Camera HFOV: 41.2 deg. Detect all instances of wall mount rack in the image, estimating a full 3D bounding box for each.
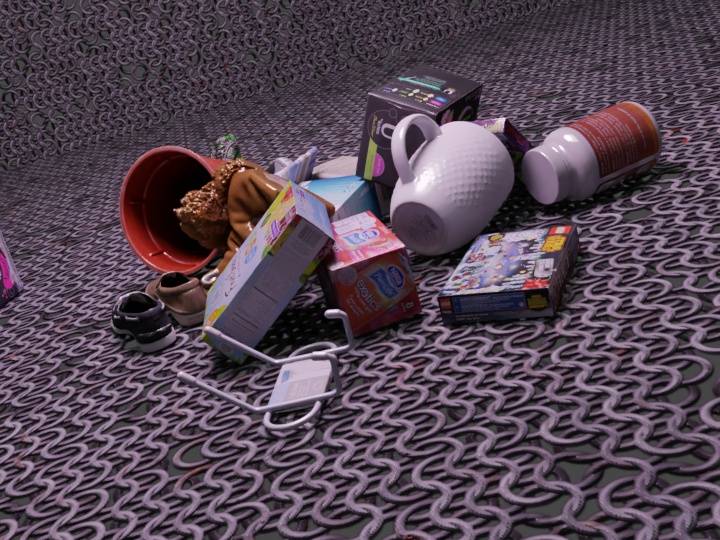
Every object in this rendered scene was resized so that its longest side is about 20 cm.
[{"bbox_3d":[-0.099,0.104,1.065,0.172,0.075,0.200,-12,19,10],"label":"wall mount rack"}]

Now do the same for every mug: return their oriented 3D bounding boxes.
[{"bbox_3d":[0.109,-0.128,1.364,0.147,0.201,0.176,-14,26,42],"label":"mug"}]

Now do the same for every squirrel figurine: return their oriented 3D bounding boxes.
[{"bbox_3d":[-0.171,-0.055,1.394,0.199,0.188,0.141,31,12,27],"label":"squirrel figurine"}]

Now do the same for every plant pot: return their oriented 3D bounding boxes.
[{"bbox_3d":[-0.258,-0.104,1.579,0.199,0.203,0.195,-7,5,23],"label":"plant pot"}]

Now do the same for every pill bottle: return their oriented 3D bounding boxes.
[{"bbox_3d":[0.343,-0.172,1.432,0.199,0.113,0.112,-23,21,-23],"label":"pill bottle"}]

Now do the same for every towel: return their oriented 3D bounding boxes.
[{"bbox_3d":[-0.131,-0.124,1.638,0.024,0.148,0.200,23,28,9],"label":"towel"}]

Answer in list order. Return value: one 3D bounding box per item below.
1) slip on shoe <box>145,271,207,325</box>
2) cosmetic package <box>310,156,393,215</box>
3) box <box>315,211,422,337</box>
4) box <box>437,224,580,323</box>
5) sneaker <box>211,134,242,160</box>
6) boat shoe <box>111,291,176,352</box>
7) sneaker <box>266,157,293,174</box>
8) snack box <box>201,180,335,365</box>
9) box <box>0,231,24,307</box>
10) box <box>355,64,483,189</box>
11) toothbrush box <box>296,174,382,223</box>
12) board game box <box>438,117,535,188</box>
[{"bbox_3d":[-0.277,0.028,1.433,0.076,0.061,0.200,-22,20,-19],"label":"slip on shoe"},{"bbox_3d":[-0.005,-0.151,1.700,0.103,0.074,0.199,-26,21,-29],"label":"cosmetic package"},{"bbox_3d":[0.000,0.000,1.245,0.099,0.096,0.200,-19,19,-7],"label":"box"},{"bbox_3d":[0.188,0.002,1.183,0.136,0.040,0.200,-5,21,24],"label":"box"},{"bbox_3d":[-0.327,-0.263,2.240,0.077,0.086,0.200,-13,20,7],"label":"sneaker"},{"bbox_3d":[-0.316,0.060,1.376,0.075,0.061,0.199,-26,22,-27],"label":"boat shoe"},{"bbox_3d":[-0.167,-0.163,1.862,0.115,0.076,0.200,-27,23,-23],"label":"sneaker"},{"bbox_3d":[-0.121,-0.002,1.230,0.201,0.067,0.169,-53,16,11],"label":"snack box"},{"bbox_3d":[-0.711,-0.025,1.699,0.131,0.202,0.115,-9,21,16],"label":"box"},{"bbox_3d":[0.097,-0.230,1.562,0.123,0.150,0.200,21,33,20],"label":"box"},{"bbox_3d":[-0.067,-0.079,1.530,0.145,0.086,0.200,-6,21,22],"label":"toothbrush box"},{"bbox_3d":[0.215,-0.176,1.482,0.119,0.033,0.200,-5,-21,34],"label":"board game box"}]
